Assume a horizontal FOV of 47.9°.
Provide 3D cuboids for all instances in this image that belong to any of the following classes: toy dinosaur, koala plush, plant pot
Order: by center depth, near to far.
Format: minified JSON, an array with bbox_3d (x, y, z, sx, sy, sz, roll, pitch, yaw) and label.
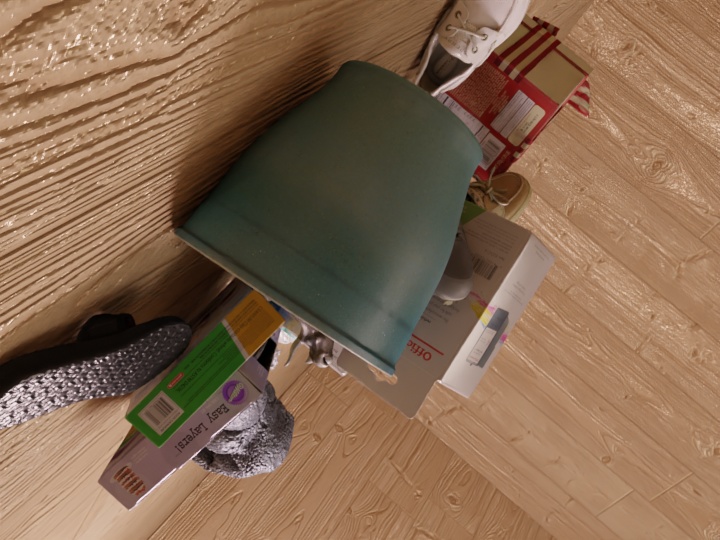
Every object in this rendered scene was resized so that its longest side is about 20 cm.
[{"bbox_3d":[-0.009,-0.050,0.633,0.188,0.200,0.200,-57,176,-4],"label":"plant pot"},{"bbox_3d":[-0.025,-0.012,0.771,0.077,0.102,0.200,57,33,-66],"label":"toy dinosaur"},{"bbox_3d":[-0.173,0.180,1.111,0.177,0.184,0.200,-48,163,-31],"label":"koala plush"}]

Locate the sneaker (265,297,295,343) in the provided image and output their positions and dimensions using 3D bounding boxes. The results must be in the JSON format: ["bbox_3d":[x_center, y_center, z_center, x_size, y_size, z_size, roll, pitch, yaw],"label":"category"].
[{"bbox_3d":[-0.115,0.061,1.075,0.075,0.088,0.200,-49,171,-2],"label":"sneaker"}]

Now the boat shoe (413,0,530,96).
[{"bbox_3d":[0.117,-0.254,0.880,0.069,0.071,0.200,-49,177,-35],"label":"boat shoe"}]

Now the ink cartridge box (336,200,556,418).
[{"bbox_3d":[0.079,0.038,0.773,0.200,0.117,0.067,-57,140,-1],"label":"ink cartridge box"}]

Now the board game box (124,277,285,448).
[{"bbox_3d":[-0.149,0.075,0.774,0.153,0.040,0.200,-45,-169,-5],"label":"board game box"}]

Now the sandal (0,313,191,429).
[{"bbox_3d":[-0.197,0.059,0.596,0.075,0.048,0.200,-50,163,20],"label":"sandal"}]

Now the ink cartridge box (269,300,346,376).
[{"bbox_3d":[0.000,0.000,0.888,0.200,0.084,0.145,-50,-165,-5],"label":"ink cartridge box"}]

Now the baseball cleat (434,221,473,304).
[{"bbox_3d":[0.059,-0.070,0.732,0.070,0.200,0.107,-2,138,-28],"label":"baseball cleat"}]

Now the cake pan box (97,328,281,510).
[{"bbox_3d":[-0.171,0.136,0.863,0.200,0.052,0.184,-41,-167,12],"label":"cake pan box"}]

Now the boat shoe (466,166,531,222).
[{"bbox_3d":[0.129,-0.070,1.014,0.200,0.073,0.063,-35,137,-12],"label":"boat shoe"}]

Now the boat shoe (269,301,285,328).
[{"bbox_3d":[-0.061,0.029,1.005,0.200,0.063,0.073,-9,-168,-36],"label":"boat shoe"}]

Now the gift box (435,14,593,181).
[{"bbox_3d":[0.196,-0.230,1.103,0.185,0.200,0.187,-47,180,41],"label":"gift box"}]
